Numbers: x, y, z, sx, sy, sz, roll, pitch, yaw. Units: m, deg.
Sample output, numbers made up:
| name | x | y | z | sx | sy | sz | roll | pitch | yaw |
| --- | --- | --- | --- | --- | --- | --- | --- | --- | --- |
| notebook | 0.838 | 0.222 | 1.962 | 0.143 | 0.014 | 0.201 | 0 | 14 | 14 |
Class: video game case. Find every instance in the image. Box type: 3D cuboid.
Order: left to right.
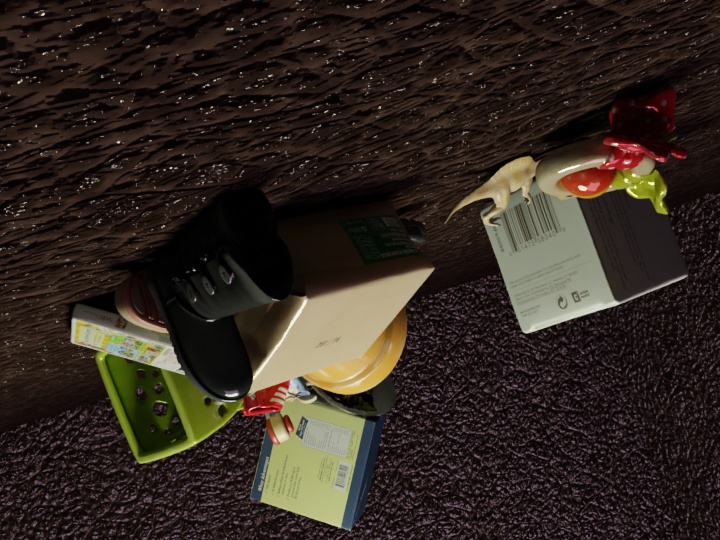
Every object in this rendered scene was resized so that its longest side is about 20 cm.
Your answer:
| name | x | y | z | sx | sy | sz | roll | pitch | yaw |
| --- | --- | --- | --- | --- | --- | --- | --- | --- | --- |
| video game case | -0.268 | 0.092 | 1.028 | 0.178 | 0.023 | 0.200 | 18 | 163 | -16 |

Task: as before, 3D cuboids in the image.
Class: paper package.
| name | x | y | z | sx | sy | sz | roll | pitch | yaw |
| --- | --- | --- | --- | --- | --- | --- | --- | --- | --- |
| paper package | -0.049 | 0.028 | 0.904 | 0.197 | 0.105 | 0.191 | -12 | 151 | -43 |

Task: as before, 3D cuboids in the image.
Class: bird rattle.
| name | x | y | z | sx | sy | sz | roll | pitch | yaw |
| --- | --- | --- | --- | --- | --- | --- | --- | --- | --- |
| bird rattle | 0.267 | -0.110 | 0.883 | 0.159 | 0.116 | 0.199 | -14 | 174 | 24 |

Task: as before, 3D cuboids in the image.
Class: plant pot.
| name | x | y | z | sx | sy | sz | roll | pitch | yaw |
| --- | --- | --- | --- | --- | --- | --- | --- | --- | --- |
| plant pot | -0.281 | 0.169 | 1.330 | 0.179 | 0.203 | 0.198 | -22 | 178 | -44 |
| plant pot | -0.052 | 0.072 | 1.244 | 0.196 | 0.205 | 0.183 | -20 | 158 | 20 |

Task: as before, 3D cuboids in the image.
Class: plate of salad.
| name | x | y | z | sx | sy | sz | roll | pitch | yaw |
| --- | --- | --- | --- | --- | --- | --- | --- | --- | --- |
| plate of salad | -0.017 | 0.190 | 1.541 | 0.198 | 0.200 | 0.049 | -11 | 137 | -50 |

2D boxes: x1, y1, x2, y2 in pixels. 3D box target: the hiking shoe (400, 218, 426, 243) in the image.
| name | x | y | z | sx | sy | sz | roll | pitch | yaw |
| --- | --- | --- | --- | --- | --- | --- | --- | --- | --- |
| hiking shoe | 0.000 | 0.000 | 1.068 | 0.196 | 0.103 | 0.076 | -20 | 175 | 12 |

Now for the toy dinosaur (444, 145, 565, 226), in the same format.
| name | x | y | z | sx | sy | sz | roll | pitch | yaw |
| --- | --- | --- | --- | --- | --- | --- | --- | --- | --- |
| toy dinosaur | 0.165 | -0.101 | 0.983 | 0.196 | 0.059 | 0.102 | -25 | 161 | -13 |

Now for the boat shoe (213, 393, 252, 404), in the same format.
| name | x | y | z | sx | sy | sz | roll | pitch | yaw |
| --- | --- | --- | --- | --- | --- | --- | --- | --- | --- |
| boat shoe | -0.143 | 0.125 | 1.038 | 0.070 | 0.078 | 0.200 | 4 | 163 | -22 |

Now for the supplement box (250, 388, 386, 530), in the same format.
| name | x | y | z | sx | sy | sz | roll | pitch | yaw |
| --- | --- | --- | --- | --- | --- | --- | --- | --- | --- |
| supplement box | -0.075 | 0.341 | 1.539 | 0.195 | 0.205 | 0.134 | 14 | -179 | 11 |

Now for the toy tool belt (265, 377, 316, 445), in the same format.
| name | x | y | z | sx | sy | sz | roll | pitch | yaw |
| --- | --- | --- | --- | --- | --- | --- | --- | --- | --- |
| toy tool belt | -0.129 | 0.179 | 1.411 | 0.120 | 0.204 | 0.125 | -23 | 166 | -4 |

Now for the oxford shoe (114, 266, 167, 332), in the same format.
| name | x | y | z | sx | sy | sz | roll | pitch | yaw |
| --- | --- | --- | --- | --- | --- | --- | --- | --- | --- |
| oxford shoe | -0.223 | 0.038 | 0.892 | 0.073 | 0.072 | 0.200 | -13 | 174 | 10 |

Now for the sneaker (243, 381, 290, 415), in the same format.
| name | x | y | z | sx | sy | sz | roll | pitch | yaw |
| --- | --- | --- | --- | --- | --- | --- | --- | --- | --- |
| sneaker | -0.168 | 0.143 | 1.256 | 0.077 | 0.117 | 0.200 | -24 | 130 | 26 |

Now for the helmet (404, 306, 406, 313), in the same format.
| name | x | y | z | sx | sy | sz | roll | pitch | yaw |
| --- | --- | --- | --- | --- | --- | --- | --- | --- | --- |
| helmet | -0.007 | 0.082 | 1.465 | 0.195 | 0.205 | 0.191 | -17 | -169 | -8 |

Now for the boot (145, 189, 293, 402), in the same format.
| name | x | y | z | sx | sy | sz | roll | pitch | yaw |
| --- | --- | --- | --- | --- | --- | --- | --- | --- | --- |
| boot | -0.112 | 0.033 | 0.750 | 0.065 | 0.167 | 0.198 | -37 | -173 | -39 |

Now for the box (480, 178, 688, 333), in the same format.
| name | x | y | z | sx | sy | sz | roll | pitch | yaw |
| --- | --- | --- | --- | --- | --- | --- | --- | --- | --- |
| box | 0.317 | -0.042 | 1.192 | 0.168 | 0.205 | 0.198 | -16 | 173 | -33 |
